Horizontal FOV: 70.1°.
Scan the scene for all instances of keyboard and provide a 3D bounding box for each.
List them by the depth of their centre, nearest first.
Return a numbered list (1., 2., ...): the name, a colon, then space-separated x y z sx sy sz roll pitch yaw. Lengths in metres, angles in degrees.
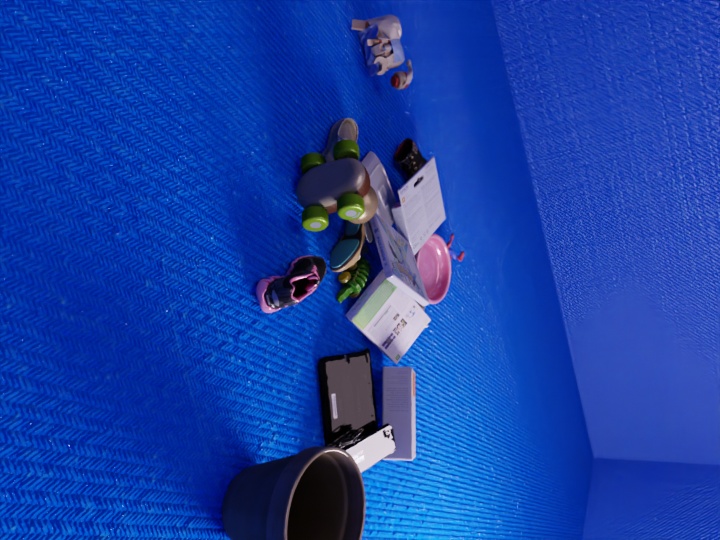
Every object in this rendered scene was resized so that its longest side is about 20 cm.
1. keyboard: -0.019 0.364 1.034 0.199 0.040 0.105 -21 115 -31

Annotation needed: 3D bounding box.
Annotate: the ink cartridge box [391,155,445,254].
1. ink cartridge box: 0.156 -0.176 1.382 0.196 0.043 0.201 -46 131 -37

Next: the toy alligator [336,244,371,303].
1. toy alligator: 0.000 0.000 1.190 0.059 0.054 0.200 60 38 -30

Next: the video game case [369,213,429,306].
1. video game case: 0.094 -0.025 1.225 0.200 0.022 0.183 35 34 -52

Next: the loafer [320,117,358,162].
1. loafer: -0.037 -0.286 1.190 0.076 0.068 0.201 52 42 -38

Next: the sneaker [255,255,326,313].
1. sneaker: -0.107 0.021 0.982 0.200 0.095 0.079 -41 115 -55

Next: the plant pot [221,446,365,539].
1. plant pot: -0.116 0.377 0.803 0.200 0.173 0.201 21 64 -55

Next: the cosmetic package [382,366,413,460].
1. cosmetic package: 0.090 0.330 1.191 0.101 0.071 0.201 58 32 -72

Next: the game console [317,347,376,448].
1. game console: -0.022 0.279 1.121 0.175 0.116 0.201 -4 84 -27

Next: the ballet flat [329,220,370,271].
1. ballet flat: -0.015 -0.059 1.172 0.063 0.068 0.201 60 38 -40

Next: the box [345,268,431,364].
1. box: 0.070 0.112 1.217 0.144 0.036 0.200 -50 127 -11

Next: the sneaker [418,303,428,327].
1. sneaker: 0.112 0.083 1.310 0.200 0.092 0.076 50 44 -38

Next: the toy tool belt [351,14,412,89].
1. toy tool belt: 0.049 -0.580 1.381 0.122 0.125 0.201 -20 97 -26

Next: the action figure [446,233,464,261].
1. action figure: 0.269 -0.088 1.619 0.200 0.065 0.100 6 95 -57

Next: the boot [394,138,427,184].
1. boot: 0.155 -0.271 1.486 0.151 0.073 0.201 45 50 -39

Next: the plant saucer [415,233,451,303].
1. plant saucer: 0.196 -0.005 1.483 0.200 0.051 0.202 1 89 -53

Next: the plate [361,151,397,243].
1. plate: 0.048 -0.187 1.308 0.200 0.032 0.200 68 26 -23

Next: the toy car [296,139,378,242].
1. toy car: -0.027 -0.146 1.103 0.200 0.157 0.165 40 40 -55
